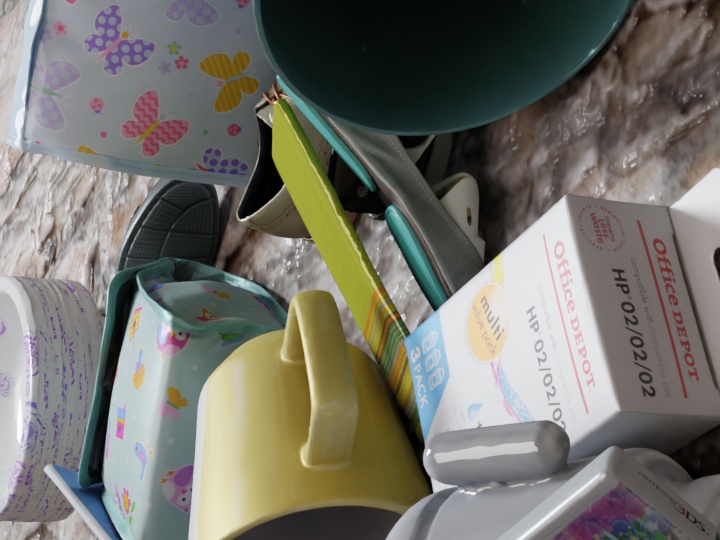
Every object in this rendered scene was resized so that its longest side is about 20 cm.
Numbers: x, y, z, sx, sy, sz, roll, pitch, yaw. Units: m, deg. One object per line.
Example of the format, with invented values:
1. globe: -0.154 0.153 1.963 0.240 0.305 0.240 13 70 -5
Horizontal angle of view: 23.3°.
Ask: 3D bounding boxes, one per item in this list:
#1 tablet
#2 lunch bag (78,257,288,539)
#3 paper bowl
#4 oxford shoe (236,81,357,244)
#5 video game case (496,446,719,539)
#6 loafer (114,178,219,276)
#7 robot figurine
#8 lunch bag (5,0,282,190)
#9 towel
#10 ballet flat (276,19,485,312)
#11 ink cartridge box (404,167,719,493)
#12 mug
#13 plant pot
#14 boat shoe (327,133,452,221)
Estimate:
1. tablet: -0.133 0.191 1.190 0.014 0.130 0.200 -62 32 2
2. lunch bag: -0.120 0.089 1.192 0.200 0.122 0.171 -146 64 -65
3. paper bowl: -0.256 0.106 1.440 0.201 0.104 0.201 -13 75 59
4. oxford shoe: -0.023 -0.108 1.094 0.071 0.074 0.200 43 122 54
5. video game case: 0.105 0.184 0.714 0.200 0.182 0.024 -46 7 35
6. loafer: -0.159 0.005 1.326 0.063 0.072 0.200 -123 44 -55
7. robot figurine: 0.087 0.145 0.787 0.200 0.113 0.170 -18 96 35
8. lunch bag: -0.125 -0.150 1.155 0.127 0.200 0.170 27 110 58
9. towel: 0.000 0.000 0.998 0.200 0.018 0.086 62 167 15
10. ballet flat: 0.030 -0.051 0.972 0.200 0.064 0.067 56 175 0
11. ink cartridge box: 0.105 0.042 0.851 0.200 0.068 0.115 -45 48 48
12. mug: -0.022 0.106 1.011 0.187 0.149 0.153 -45 38 31
13. plant pot: 0.027 -0.197 0.904 0.201 0.200 0.161 -61 33 35
14. boat shoe: 0.024 -0.128 1.028 0.074 0.060 0.200 36 117 57
